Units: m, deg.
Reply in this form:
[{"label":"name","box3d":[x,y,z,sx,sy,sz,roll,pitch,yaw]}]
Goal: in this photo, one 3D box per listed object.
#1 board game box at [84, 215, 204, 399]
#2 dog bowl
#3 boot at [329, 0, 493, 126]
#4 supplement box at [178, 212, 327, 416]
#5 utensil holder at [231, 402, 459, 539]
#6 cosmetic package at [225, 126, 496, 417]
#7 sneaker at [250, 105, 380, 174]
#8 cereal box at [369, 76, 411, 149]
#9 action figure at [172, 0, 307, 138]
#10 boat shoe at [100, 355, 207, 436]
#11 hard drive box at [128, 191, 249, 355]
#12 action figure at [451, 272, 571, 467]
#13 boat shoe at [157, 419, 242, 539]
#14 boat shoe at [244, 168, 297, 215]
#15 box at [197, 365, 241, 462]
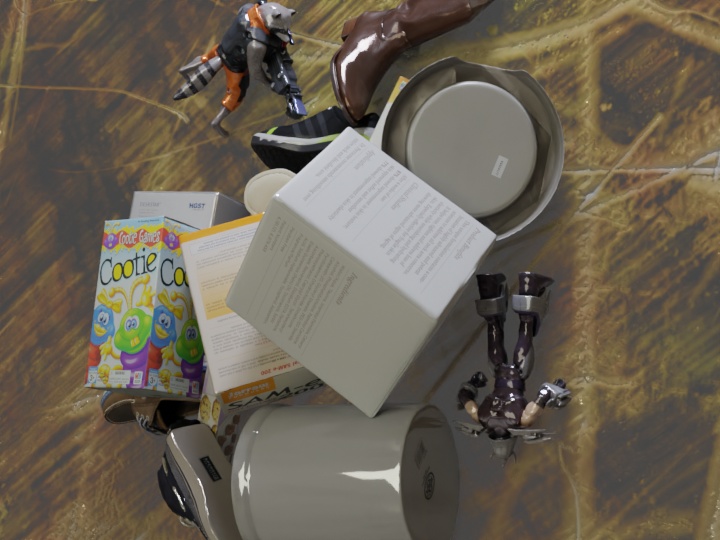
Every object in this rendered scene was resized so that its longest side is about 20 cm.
[{"label":"board game box","box3d":[-0.253,0.047,1.275,0.103,0.102,0.204,-3,76,32]},{"label":"dog bowl","box3d":[0.121,-0.130,1.147,0.196,0.059,0.205,0,92,3]},{"label":"boot","box3d":[0.065,-0.274,1.248,0.197,0.064,0.189,-16,50,26]},{"label":"supplement box","box3d":[-0.122,0.046,1.188,0.124,0.074,0.203,-15,64,-6]},{"label":"utensil holder","box3d":[-0.011,0.227,1.125,0.196,0.169,0.174,-5,75,27]},{"label":"cosmetic package","box3d":[0.000,0.000,1.080,0.199,0.167,0.167,37,131,6]},{"label":"sneaker","box3d":[-0.046,-0.164,1.324,0.197,0.072,0.084,6,57,33]},{"label":"cereal box","box3d":[0.064,-0.097,1.200,0.142,0.040,0.203,26,92,3]},{"label":"action figure","box3d":[-0.151,-0.268,1.387,0.193,0.104,0.202,-45,56,27]},{"label":"boat shoe","box3d":[-0.258,0.169,1.349,0.197,0.072,0.074,-22,51,26]},{"label":"hard drive box","box3d":[-0.240,0.003,1.387,0.153,0.076,0.204,4,80,33]},{"label":"action figure","box3d":[0.160,0.105,1.108,0.128,0.069,0.204,1,82,26]},{"label":"boat shoe","box3d":[-0.177,0.278,1.234,0.201,0.074,0.094,57,137,34]},{"label":"boat shoe","box3d":[-0.056,-0.087,1.301,0.197,0.059,0.073,3,89,35]},{"label":"box","box3d":[-0.170,0.165,1.275,0.041,0.038,0.203,32,120,34]}]
